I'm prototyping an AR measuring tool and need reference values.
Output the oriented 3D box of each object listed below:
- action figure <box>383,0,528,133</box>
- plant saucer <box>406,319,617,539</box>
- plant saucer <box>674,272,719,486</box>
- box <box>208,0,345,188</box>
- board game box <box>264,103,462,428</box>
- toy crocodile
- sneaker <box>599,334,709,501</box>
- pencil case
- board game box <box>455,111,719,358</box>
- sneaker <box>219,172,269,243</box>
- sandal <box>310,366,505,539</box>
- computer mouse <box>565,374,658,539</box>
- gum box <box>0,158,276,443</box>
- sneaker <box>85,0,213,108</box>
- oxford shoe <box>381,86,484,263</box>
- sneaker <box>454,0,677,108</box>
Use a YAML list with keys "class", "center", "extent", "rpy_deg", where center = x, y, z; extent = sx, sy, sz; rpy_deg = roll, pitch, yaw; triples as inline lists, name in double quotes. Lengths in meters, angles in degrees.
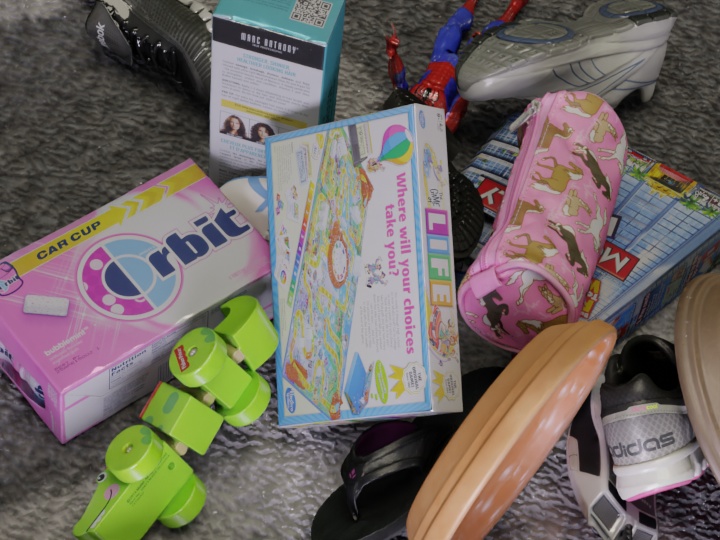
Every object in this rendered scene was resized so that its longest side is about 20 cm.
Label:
- class: "action figure"
  center: [0.072, -0.180, 1.571]
  extent: [0.065, 0.099, 0.200]
  rpy_deg: [19, 56, 15]
- class: "plant saucer"
  center: [0.090, 0.109, 1.286]
  extent: [0.037, 0.200, 0.200]
  rpy_deg: [35, 57, 13]
- class: "plant saucer"
  center: [0.272, 0.091, 1.345]
  extent: [0.200, 0.029, 0.201]
  rpy_deg: [33, 44, -38]
- class: "box"
  center: [-0.061, -0.118, 1.443]
  extent: [0.082, 0.200, 0.049]
  rpy_deg: [16, 53, 6]
- class: "board game box"
  center: [0.000, 0.000, 1.361]
  extent: [0.034, 0.134, 0.201]
  rpy_deg: [6, 79, -50]
- class: "toy crocodile"
  center: [-0.120, 0.102, 1.342]
  extent: [0.062, 0.068, 0.200]
  rpy_deg: [18, 69, 48]
- class: "sneaker"
  center: [0.212, 0.075, 1.359]
  extent: [0.073, 0.088, 0.200]
  rpy_deg: [-13, 12, 33]
- class: "pencil case"
  center: [0.126, -0.034, 1.383]
  extent: [0.086, 0.083, 0.200]
  rpy_deg: [18, 47, 2]
- class: "board game box"
  center: [0.140, -0.011, 1.471]
  extent: [0.199, 0.062, 0.200]
  rpy_deg: [29, 55, 16]
- class: "sneaker"
  center: [-0.030, -0.002, 1.440]
  extent: [0.200, 0.072, 0.072]
  rpy_deg: [33, 50, 20]
- class: "sandal"
  center: [0.028, 0.117, 1.354]
  extent: [0.075, 0.048, 0.200]
  rpy_deg: [-2, 32, 45]
- class: "computer mouse"
  center: [0.164, 0.157, 1.345]
  extent: [0.110, 0.044, 0.201]
  rpy_deg: [40, 36, -28]
- class: "gum box"
  center: [-0.165, 0.021, 1.411]
  extent: [0.200, 0.066, 0.114]
  rpy_deg: [-31, 63, -26]
- class: "sneaker"
  center: [-0.161, -0.183, 1.571]
  extent: [0.090, 0.067, 0.200]
  rpy_deg: [-21, 54, -17]
- class: "oxford shoe"
  center: [0.035, -0.048, 1.445]
  extent: [0.073, 0.084, 0.200]
  rpy_deg: [36, 18, -23]
- class: "sneaker"
  center: [0.159, -0.148, 1.542]
  extent: [0.199, 0.088, 0.074]
  rpy_deg: [-14, 28, -28]
